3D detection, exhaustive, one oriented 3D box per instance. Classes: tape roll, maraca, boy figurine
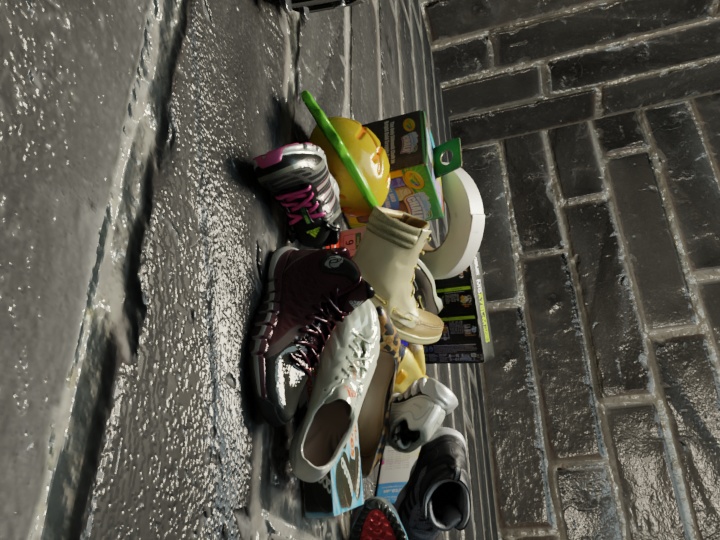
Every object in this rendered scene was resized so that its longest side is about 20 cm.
[{"bbox_3d":[0.128,-0.086,1.080,0.036,0.201,0.208,-2,82,-40],"label":"tape roll"},{"bbox_3d":[-0.024,-0.150,0.820,0.138,0.106,0.201,54,0,38],"label":"maraca"},{"bbox_3d":[0.057,0.162,0.952,0.064,0.125,0.201,32,-15,48],"label":"boy figurine"}]

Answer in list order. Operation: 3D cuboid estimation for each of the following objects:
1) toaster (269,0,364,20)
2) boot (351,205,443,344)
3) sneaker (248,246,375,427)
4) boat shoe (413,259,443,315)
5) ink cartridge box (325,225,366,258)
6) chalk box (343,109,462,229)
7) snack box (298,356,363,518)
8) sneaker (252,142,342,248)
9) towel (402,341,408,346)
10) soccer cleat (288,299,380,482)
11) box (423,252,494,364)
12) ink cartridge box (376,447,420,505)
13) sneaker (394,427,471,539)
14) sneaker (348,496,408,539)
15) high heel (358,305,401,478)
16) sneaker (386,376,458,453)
[{"bbox_3d":[-0.076,-0.424,0.763,0.181,0.116,0.205,-55,135,-70],"label":"toaster"},{"bbox_3d":[0.064,0.008,0.850,0.197,0.158,0.073,21,12,-31],"label":"boot"},{"bbox_3d":[-0.041,0.050,0.618,0.076,0.113,0.203,62,24,-50],"label":"sneaker"},{"bbox_3d":[0.088,0.034,1.058,0.061,0.071,0.202,-47,142,-11],"label":"boat shoe"},{"bbox_3d":[0.000,0.000,0.931,0.201,0.049,0.111,63,22,-54],"label":"ink cartridge box"},{"bbox_3d":[0.064,-0.156,0.980,0.125,0.195,0.127,62,24,-50],"label":"chalk box"},{"bbox_3d":[-0.035,0.172,0.723,0.116,0.036,0.205,40,43,-69],"label":"snack box"},{"bbox_3d":[-0.060,-0.075,0.701,0.200,0.072,0.089,43,34,-74],"label":"sneaker"},{"bbox_3d":[0.064,0.143,1.097,0.200,0.048,0.151,-45,124,-72],"label":"towel"},{"bbox_3d":[-0.019,0.116,0.640,0.078,0.068,0.204,135,-24,-66],"label":"soccer cleat"},{"bbox_3d":[0.145,0.075,1.170,0.047,0.197,0.198,-7,88,-48],"label":"box"},{"bbox_3d":[0.079,0.336,1.002,0.201,0.066,0.117,-73,151,-60],"label":"ink cartridge box"},{"bbox_3d":[0.092,0.319,0.822,0.114,0.074,0.204,-86,-168,-74],"label":"sneaker"},{"bbox_3d":[0.024,0.363,0.805,0.096,0.077,0.204,-101,-178,-66],"label":"sneaker"},{"bbox_3d":[0.017,0.157,0.789,0.144,0.070,0.203,-88,-177,-49],"label":"high heel"},{"bbox_3d":[0.055,0.214,0.863,0.082,0.075,0.200,-57,-176,-35],"label":"sneaker"}]
